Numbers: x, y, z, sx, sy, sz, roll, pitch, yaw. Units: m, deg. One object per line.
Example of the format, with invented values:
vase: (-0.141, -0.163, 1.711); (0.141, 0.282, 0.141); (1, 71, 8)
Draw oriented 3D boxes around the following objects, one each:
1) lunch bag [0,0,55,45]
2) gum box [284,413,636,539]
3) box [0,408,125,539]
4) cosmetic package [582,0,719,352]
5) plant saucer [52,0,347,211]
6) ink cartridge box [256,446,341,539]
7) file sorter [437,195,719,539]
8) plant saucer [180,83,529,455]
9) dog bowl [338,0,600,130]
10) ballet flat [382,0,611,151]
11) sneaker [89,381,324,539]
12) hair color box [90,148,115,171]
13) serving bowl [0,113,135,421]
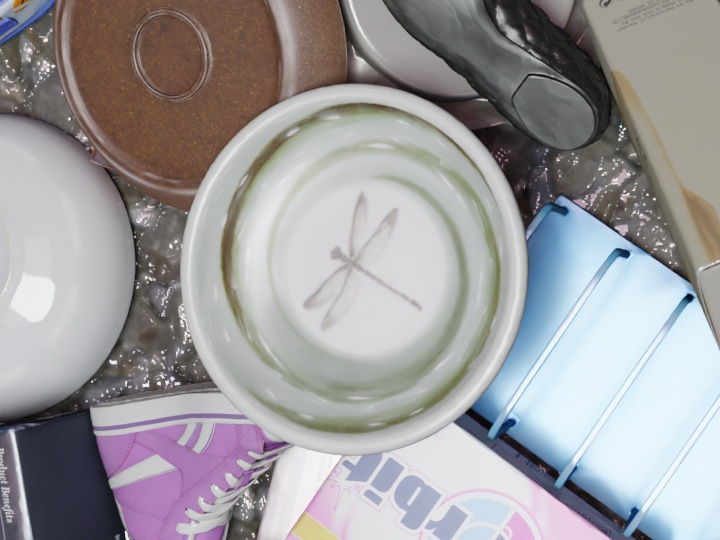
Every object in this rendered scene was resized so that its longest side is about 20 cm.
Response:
lunch bag: (-0.299, -0.188, 1.138); (0.199, 0.076, 0.161); (-33, 86, 10)
gum box: (0.072, 0.165, 1.017); (0.199, 0.066, 0.114); (36, 96, 9)
box: (-0.266, 0.157, 1.093); (0.198, 0.148, 0.108); (-10, 88, 12)
cosmetic package: (0.189, -0.060, 0.953); (0.071, 0.105, 0.201); (-21, 50, 8)
plant saucer: (-0.103, -0.127, 1.019); (0.199, 0.034, 0.202); (9, 109, 26)
ink cartridge box: (0.015, 0.216, 1.086); (0.175, 0.045, 0.201); (15, 93, 12)
file sorter: (0.153, 0.067, 1.016); (0.199, 0.123, 0.139); (35, 97, 10)
plant saucer: (0.000, 0.000, 0.975); (0.199, 0.050, 0.202); (-1, 88, 19)
dog bowl: (0.054, -0.175, 1.037); (0.198, 0.059, 0.202); (-2, 100, -9)
ballet flat: (0.065, -0.145, 0.997); (0.066, 0.057, 0.200); (-39, 98, 21)
sneaker: (-0.078, 0.123, 1.070); (0.200, 0.072, 0.115); (-12, 89, 45)
hair color box: (-0.081, -0.141, 1.096); (0.101, 0.061, 0.201); (22, 94, 11)
serving bowl: (-0.247, -0.005, 1.124); (0.199, 0.066, 0.202); (-1, 85, 14)
